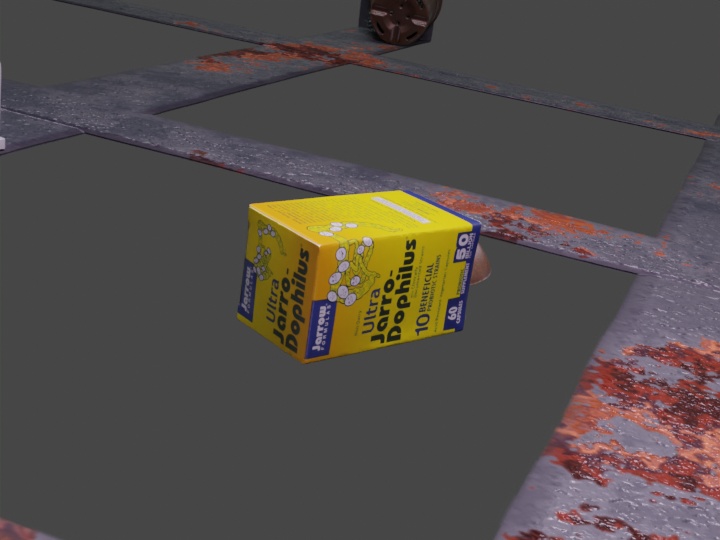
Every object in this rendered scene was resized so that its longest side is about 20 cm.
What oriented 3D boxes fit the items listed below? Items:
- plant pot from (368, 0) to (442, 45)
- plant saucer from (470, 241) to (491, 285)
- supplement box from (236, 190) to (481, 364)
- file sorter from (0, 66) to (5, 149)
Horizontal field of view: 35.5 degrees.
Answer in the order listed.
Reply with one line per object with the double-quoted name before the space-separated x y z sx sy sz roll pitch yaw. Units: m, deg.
"plant pot" 0.106 -0.674 2.868 0.196 0.204 0.199 10 27 4
"plant saucer" 0.052 -0.033 1.256 0.196 0.037 0.201 8 20 -3
"supplement box" 0.000 0.000 1.027 0.198 0.111 0.109 -9 25 -40
"file sorter" -0.558 -0.230 1.409 0.198 0.127 0.138 23 24 34
